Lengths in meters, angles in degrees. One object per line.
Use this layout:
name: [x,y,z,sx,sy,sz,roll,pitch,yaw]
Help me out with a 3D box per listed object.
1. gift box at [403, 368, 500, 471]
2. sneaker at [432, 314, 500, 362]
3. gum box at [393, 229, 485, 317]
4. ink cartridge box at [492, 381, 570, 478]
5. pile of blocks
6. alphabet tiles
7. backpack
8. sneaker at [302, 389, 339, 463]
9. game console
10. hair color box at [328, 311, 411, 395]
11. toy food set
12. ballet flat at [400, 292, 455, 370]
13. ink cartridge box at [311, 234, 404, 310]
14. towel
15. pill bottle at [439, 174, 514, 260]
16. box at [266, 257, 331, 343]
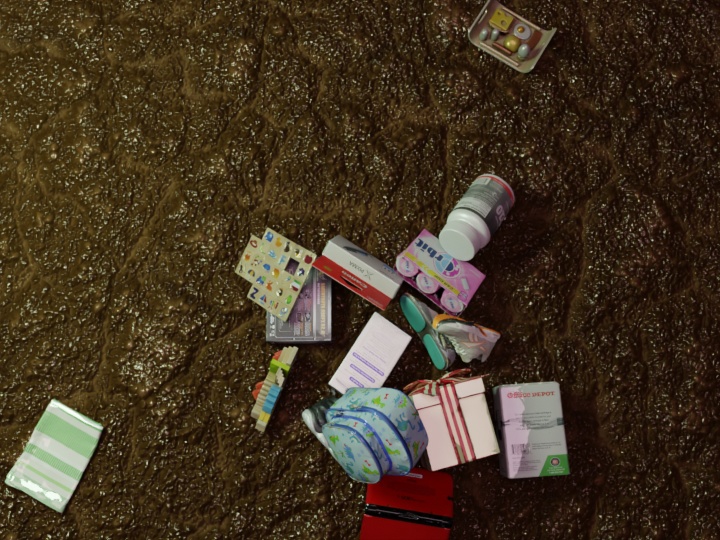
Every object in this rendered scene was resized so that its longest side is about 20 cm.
gift box: [0.204,0.322,1.382,0.181,0.200,0.191,-12,77,-10]
sneaker: [0.239,0.163,1.439,0.197,0.075,0.094,18,94,-32]
gum box: [0.184,0.004,1.490,0.199,0.066,0.114,38,51,6]
ink cartridge box: [0.387,0.362,1.433,0.143,0.083,0.205,-2,79,-2]
pile of blocks: [-0.209,0.262,1.435,0.061,0.082,0.203,22,78,3]
alphabet tiles: [-0.209,0.000,1.475,0.198,0.008,0.170,28,94,30]
backpack: [0.032,0.346,1.304,0.147,0.198,0.185,-40,107,-42]
sneaker: [-0.034,0.367,1.422,0.114,0.076,0.200,-41,85,-13]
game console: [0.103,0.549,1.418,0.195,0.120,0.175,9,47,0]
hair color box: [0.023,0.213,1.464,0.108,0.065,0.202,34,77,5]
toy food set: [0.402,-0.633,1.659,0.198,0.060,0.145,32,79,4]
ballet flat: [0.166,0.137,1.491,0.071,0.072,0.203,-28,80,-8]
ink cartridge box: [0.000,0.000,1.454,0.198,0.176,0.045,32,108,4]
towel: [-0.688,0.416,1.416,0.150,0.023,0.203,25,78,3]
pill bottle: [0.276,-0.125,1.493,0.113,0.114,0.201,36,61,6]
box: [-0.145,0.071,1.495,0.155,0.048,0.205,-1,78,-2]
